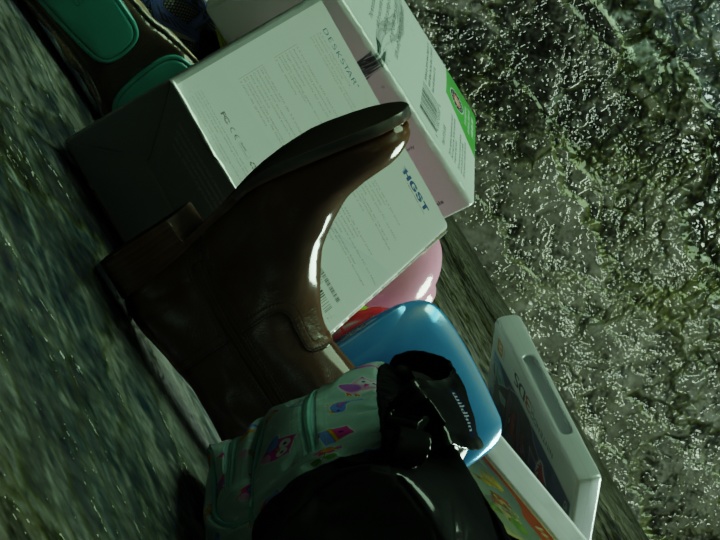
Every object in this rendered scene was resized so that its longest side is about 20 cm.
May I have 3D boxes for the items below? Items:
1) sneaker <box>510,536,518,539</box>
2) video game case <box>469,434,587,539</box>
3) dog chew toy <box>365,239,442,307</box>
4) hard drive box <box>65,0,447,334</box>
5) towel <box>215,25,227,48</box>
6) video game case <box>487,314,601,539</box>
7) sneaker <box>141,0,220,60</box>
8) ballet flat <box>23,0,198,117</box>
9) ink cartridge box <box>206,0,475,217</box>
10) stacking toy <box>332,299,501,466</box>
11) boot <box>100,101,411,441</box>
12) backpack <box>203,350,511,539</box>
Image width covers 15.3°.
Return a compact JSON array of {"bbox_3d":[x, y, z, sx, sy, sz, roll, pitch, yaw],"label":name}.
[{"bbox_3d":[0.071,0.146,1.853,0.200,0.072,0.083,57,8,-20],"label":"sneaker"},{"bbox_3d":[0.049,0.110,1.661,0.143,0.017,0.200,51,-16,-31],"label":"video game case"},{"bbox_3d":[-0.027,-0.044,1.623,0.200,0.125,0.125,44,12,-24],"label":"dog chew toy"},{"bbox_3d":[-0.049,-0.045,1.438,0.156,0.077,0.200,61,28,-5],"label":"hard drive box"},{"bbox_3d":[-0.037,-0.102,1.765,0.200,0.018,0.086,31,42,-62],"label":"towel"},{"bbox_3d":[0.126,0.165,1.972,0.182,0.023,0.200,-114,-158,-48],"label":"video game case"},{"bbox_3d":[-0.116,-0.156,1.820,0.078,0.075,0.200,62,16,13],"label":"sneaker"},{"bbox_3d":[-0.131,-0.121,1.527,0.200,0.068,0.067,59,-2,-19],"label":"ballet flat"},{"bbox_3d":[-0.009,-0.132,1.720,0.200,0.083,0.147,57,17,-20],"label":"ink cartridge box"},{"bbox_3d":[-0.009,0.058,1.568,0.110,0.116,0.200,60,-6,-20],"label":"stacking toy"},{"bbox_3d":[-0.004,0.038,1.273,0.200,0.186,0.064,58,30,-6],"label":"boot"},{"bbox_3d":[0.002,0.117,1.169,0.200,0.126,0.167,-103,174,-71],"label":"backpack"}]
